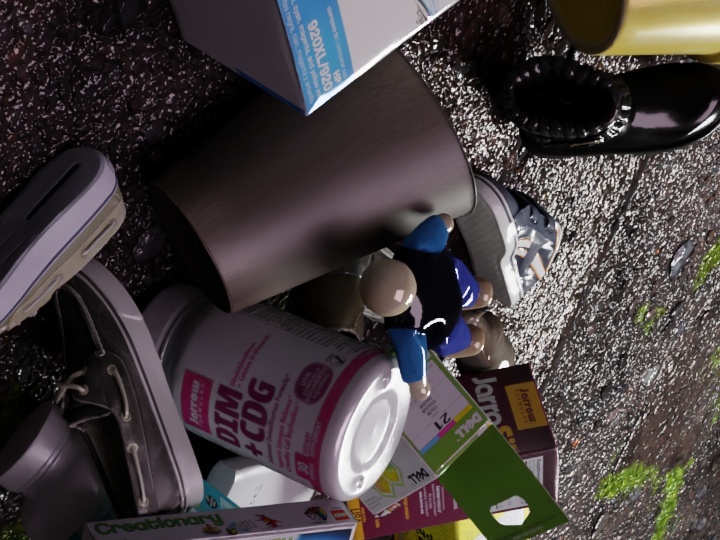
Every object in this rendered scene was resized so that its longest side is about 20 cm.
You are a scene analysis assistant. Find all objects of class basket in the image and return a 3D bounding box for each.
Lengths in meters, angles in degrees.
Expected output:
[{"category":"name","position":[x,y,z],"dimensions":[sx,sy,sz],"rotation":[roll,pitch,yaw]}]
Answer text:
[{"category":"basket","position":[-0.045,-0.068,0.993],"dimensions":[0.199,0.181,0.136],"rotation":[-32,169,-16]}]

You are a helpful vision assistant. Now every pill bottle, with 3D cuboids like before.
[{"category":"pill bottle","position":[-0.072,0.086,1.012],"dimensions":[0.113,0.199,0.114],"rotation":[-42,143,-44]},{"category":"pill bottle","position":[-0.177,0.184,1.008],"dimensions":[0.200,0.111,0.111],"rotation":[40,84,-20]}]

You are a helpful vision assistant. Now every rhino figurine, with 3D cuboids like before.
[{"category":"rhino figurine","position":[0.113,0.063,1.302],"dimensions":[0.059,0.088,0.200],"rotation":[-21,140,6]}]

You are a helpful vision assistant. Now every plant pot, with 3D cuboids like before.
[{"category":"plant pot","position":[0.271,-0.272,1.173],"dimensions":[0.188,0.201,0.202],"rotation":[-17,130,-20]}]

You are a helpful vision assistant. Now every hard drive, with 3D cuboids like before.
[{"category":"hard drive","position":[-0.099,0.219,1.194],"dimensions":[0.133,0.026,0.200],"rotation":[-64,160,10]}]

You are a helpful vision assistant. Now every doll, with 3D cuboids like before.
[{"category":"doll","position":[0.050,0.027,0.981],"dimensions":[0.200,0.048,0.137],"rotation":[26,72,-68]}]

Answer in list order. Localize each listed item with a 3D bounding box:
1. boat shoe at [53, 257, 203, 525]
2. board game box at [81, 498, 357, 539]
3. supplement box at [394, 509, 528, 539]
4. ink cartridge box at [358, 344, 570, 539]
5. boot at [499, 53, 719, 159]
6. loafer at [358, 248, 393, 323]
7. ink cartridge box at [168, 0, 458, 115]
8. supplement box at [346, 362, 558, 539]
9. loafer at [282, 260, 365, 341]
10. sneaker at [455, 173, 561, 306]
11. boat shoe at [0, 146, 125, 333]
[{"category":"boat shoe","position":[-0.177,0.085,0.933],"dimensions":[0.063,0.201,0.071],"rotation":[-21,173,-41]},{"category":"board game box","position":[-0.107,0.230,0.946],"dimensions":[0.199,0.035,0.127],"rotation":[1,117,-32]},{"category":"supplement box","position":[0.104,0.239,1.417],"dimensions":[0.109,0.109,0.201],"rotation":[-33,137,-27]},{"category":"ink cartridge box","position":[0.059,0.167,1.113],"dimensions":[0.076,0.200,0.148],"rotation":[-38,176,-30]},{"category":"boot","position":[0.232,-0.150,1.183],"dimensions":[0.210,0.080,0.158],"rotation":[-12,170,8]},{"category":"loafer","position":[0.000,0.000,1.143],"dimensions":[0.200,0.069,0.070],"rotation":[27,74,-56]},{"category":"ink cartridge box","position":[-0.022,-0.236,0.886],"dimensions":[0.200,0.147,0.145],"rotation":[-39,141,-21]},{"category":"supplement box","position":[0.078,0.170,1.260],"dimensions":[0.199,0.111,0.086],"rotation":[-11,135,-3]},{"category":"loafer","position":[-0.038,0.065,1.111],"dimensions":[0.075,0.070,0.200],"rotation":[1,149,-8]},{"category":"sneaker","position":[0.141,-0.046,1.275],"dimensions":[0.079,0.078,0.200],"rotation":[-42,152,-11]},{"category":"boat shoe","position":[-0.230,0.004,0.894],"dimensions":[0.200,0.072,0.062],"rotation":[-46,140,-18]}]
